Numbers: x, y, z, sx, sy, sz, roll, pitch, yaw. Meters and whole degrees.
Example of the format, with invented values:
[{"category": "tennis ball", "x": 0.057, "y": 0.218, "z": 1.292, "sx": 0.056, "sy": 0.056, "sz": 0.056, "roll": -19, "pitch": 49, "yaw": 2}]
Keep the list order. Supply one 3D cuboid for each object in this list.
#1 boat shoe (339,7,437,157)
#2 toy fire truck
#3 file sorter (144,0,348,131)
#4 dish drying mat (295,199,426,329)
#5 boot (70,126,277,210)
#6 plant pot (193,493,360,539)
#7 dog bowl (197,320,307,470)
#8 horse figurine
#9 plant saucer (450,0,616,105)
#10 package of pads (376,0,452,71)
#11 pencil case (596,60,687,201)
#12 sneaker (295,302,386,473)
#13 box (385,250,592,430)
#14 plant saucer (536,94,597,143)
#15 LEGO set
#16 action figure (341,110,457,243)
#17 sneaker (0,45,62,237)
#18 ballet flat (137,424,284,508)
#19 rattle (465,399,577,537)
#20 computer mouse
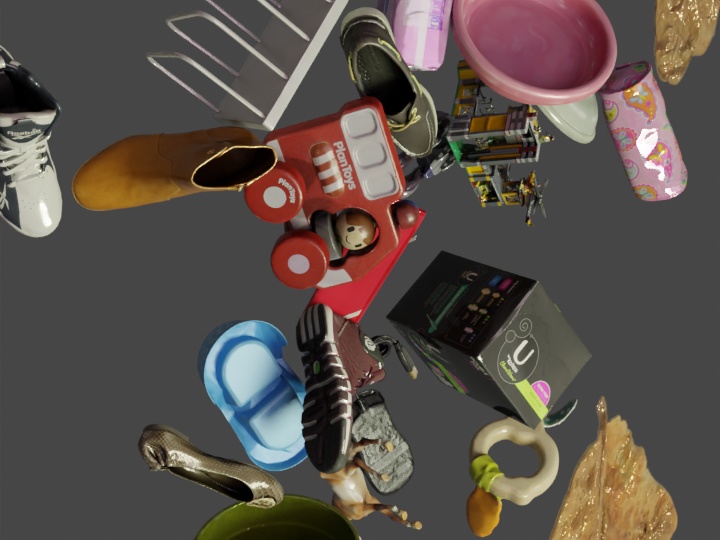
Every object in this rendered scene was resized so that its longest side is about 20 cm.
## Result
[{"category": "boat shoe", "x": 0.033, "y": -0.191, "z": 1.117, "sx": 0.071, "sy": 0.061, "sz": 0.202, "roll": -20, "pitch": 134, "yaw": 15}, {"category": "toy fire truck", "x": -0.026, "y": -0.078, "z": 1.129, "sx": 0.166, "sy": 0.112, "sz": 0.202, "roll": -14, "pitch": 115, "yaw": 14}, {"category": "file sorter", "x": -0.116, "y": -0.268, "z": 1.061, "sx": 0.124, "sy": 0.138, "sz": 0.201, "roll": 33, "pitch": 83, "yaw": -31}, {"category": "dish drying mat", "x": 0.000, "y": 0.000, "z": 1.227, "sx": 0.076, "sy": 0.018, "sz": 0.201, "roll": 24, "pitch": 108, "yaw": -29}, {"category": "boot", "x": -0.192, "y": -0.103, "z": 1.034, "sx": 0.199, "sy": 0.144, "sz": 0.072, "roll": -20, "pitch": 110, "yaw": -16}, {"category": "plant pot", "x": -0.099, "y": 0.408, "z": 1.209, "sx": 0.198, "sy": 0.200, "sz": 0.195, "roll": -15, "pitch": 121, "yaw": -29}, {"category": "dog bowl", "x": -0.121, "y": 0.144, "z": 1.204, "sx": 0.111, "sy": 0.049, "sz": 0.201, "roll": -39, "pitch": 118, "yaw": -19}, {"category": "horse figurine", "x": -0.005, "y": 0.263, "z": 1.260, "sx": 0.050, "sy": 0.131, "sz": 0.202, "roll": -49, "pitch": 129, "yaw": -42}, {"category": "plant saucer", "x": 0.195, "y": -0.266, "z": 1.171, "sx": 0.198, "sy": 0.051, "sz": 0.203, "roll": 7, "pitch": 59, "yaw": -11}, {"category": "package of pads", "x": 0.064, "y": -0.332, "z": 1.168, "sx": 0.075, "sy": 0.120, "sz": 0.203, "roll": 5, "pitch": 99, "yaw": -13}, {"category": "pencil case", "x": 0.401, "y": -0.195, "z": 1.441, "sx": 0.087, "sy": 0.087, "sz": 0.201, "roll": -41, "pitch": 120, "yaw": -18}, {"category": "sneaker", "x": -0.009, "y": 0.141, "z": 1.190, "sx": 0.115, "sy": 0.075, "sz": 0.202, "roll": 18, "pitch": 57, "yaw": -42}, {"category": "box", "x": 0.158, "y": 0.083, "z": 1.276, "sx": 0.125, "sy": 0.199, "sz": 0.149, "roll": -49, "pitch": 122, "yaw": -13}, {"category": "plant saucer", "x": 0.245, "y": -0.254, "z": 1.267, "sx": 0.050, "sy": 0.202, "sz": 0.199, "roll": -35, "pitch": 129, "yaw": 29}, {"category": "LEGO set", "x": 0.190, "y": -0.167, "z": 1.242, "sx": 0.201, "sy": 0.115, "sz": 0.155, "roll": 63, "pitch": 35, "yaw": -41}, {"category": "action figure", "x": 0.040, "y": -0.105, "z": 1.239, "sx": 0.200, "sy": 0.069, "sz": 0.130, "roll": -46, "pitch": 126, "yaw": -12}, {"category": "sneaker", "x": -0.325, "y": -0.119, "z": 0.965, "sx": 0.079, "sy": 0.129, "sz": 0.202, "roll": -18, "pitch": 110, "yaw": -27}, {"category": "ballet flat", "x": -0.173, "y": 0.239, "z": 1.178, "sx": 0.199, "sy": 0.067, "sz": 0.047, "roll": 35, "pitch": 41, "yaw": -30}, {"category": "rattle", "x": 0.232, "y": 0.268, "z": 1.448, "sx": 0.200, "sy": 0.129, "sz": 0.144, "roll": -53, "pitch": 138, "yaw": -43}, {"category": "computer mouse", "x": 0.026, "y": 0.180, "z": 1.313, "sx": 0.140, "sy": 0.046, "sz": 0.201, "roll": -39, "pitch": 112, "yaw": -22}]
